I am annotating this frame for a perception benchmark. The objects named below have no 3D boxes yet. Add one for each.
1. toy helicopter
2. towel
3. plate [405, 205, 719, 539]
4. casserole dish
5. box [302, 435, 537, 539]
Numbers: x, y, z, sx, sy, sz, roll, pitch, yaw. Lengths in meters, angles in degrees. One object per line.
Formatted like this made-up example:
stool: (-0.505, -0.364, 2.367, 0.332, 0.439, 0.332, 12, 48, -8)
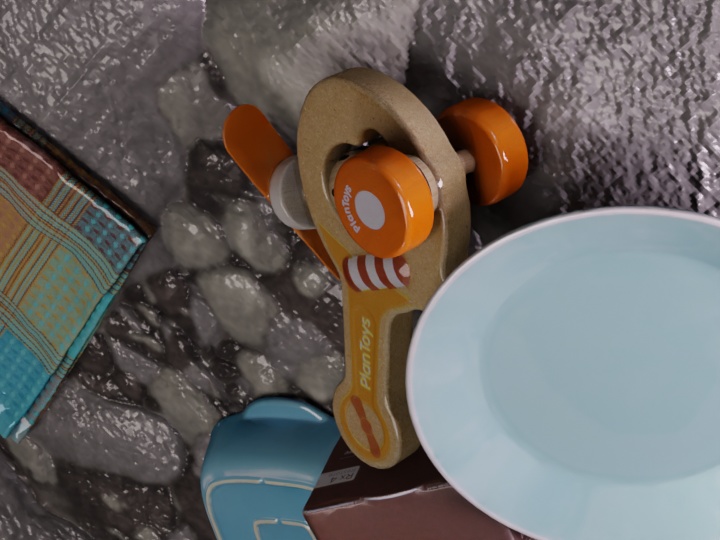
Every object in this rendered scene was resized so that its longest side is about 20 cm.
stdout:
toy helicopter: (0.000, 0.000, 1.271, 0.132, 0.079, 0.200, 27, 131, 36)
towel: (-0.198, -0.006, 1.445, 0.147, 0.022, 0.200, 38, 137, 0)
plate: (0.119, 0.046, 1.233, 0.200, 0.026, 0.201, 3, 129, 4)
casserole dish: (-0.018, 0.155, 1.446, 0.121, 0.039, 0.200, 1, 126, 34)
box: (0.062, 0.166, 1.362, 0.100, 0.075, 0.200, -13, 119, 26)
